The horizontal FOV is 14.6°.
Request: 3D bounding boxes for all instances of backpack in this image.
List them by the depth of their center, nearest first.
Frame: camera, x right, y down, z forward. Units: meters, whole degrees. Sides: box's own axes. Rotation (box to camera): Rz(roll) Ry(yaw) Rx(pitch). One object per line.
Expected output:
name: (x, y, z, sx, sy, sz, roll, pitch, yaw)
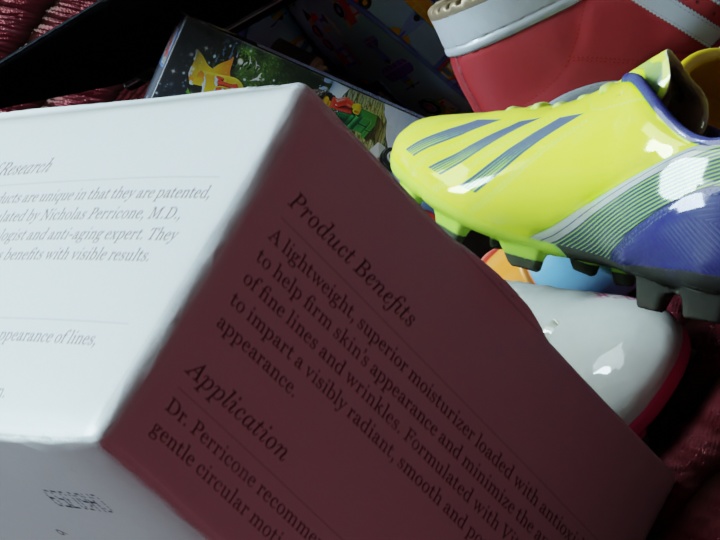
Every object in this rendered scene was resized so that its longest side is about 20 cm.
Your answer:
backpack: (0.030, -0.103, 1.260, 0.135, 0.182, 0.200, -50, 15, -9)

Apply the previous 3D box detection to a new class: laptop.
laptop: (-0.086, -0.151, 1.195, 0.187, 0.115, 0.201, -22, 51, 48)

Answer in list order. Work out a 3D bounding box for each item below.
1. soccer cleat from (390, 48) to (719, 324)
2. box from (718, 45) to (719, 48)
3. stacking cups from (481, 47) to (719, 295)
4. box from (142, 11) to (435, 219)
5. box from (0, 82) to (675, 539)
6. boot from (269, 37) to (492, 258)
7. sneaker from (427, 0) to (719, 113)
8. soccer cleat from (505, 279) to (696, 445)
soccer cleat: (0.085, -0.036, 0.961, 0.200, 0.064, 0.084, 19, 99, 52)
box: (0.199, -0.119, 0.971, 0.110, 0.035, 0.200, -57, 11, -14)
stacking cups: (0.087, -0.016, 1.061, 0.200, 0.060, 0.061, -38, 19, 54)
box: (-0.048, 0.016, 1.125, 0.038, 0.136, 0.201, -134, 67, -79)
box: (-0.044, 0.055, 0.913, 0.199, 0.199, 0.131, -1, 51, 51)
boot: (0.000, 0.000, 1.233, 0.078, 0.138, 0.200, -59, -8, -28)
sneaker: (0.137, -0.093, 1.114, 0.199, 0.113, 0.071, -24, 9, -3)
soccer cleat: (0.044, 0.034, 1.017, 0.070, 0.086, 0.200, -58, 14, -18)
